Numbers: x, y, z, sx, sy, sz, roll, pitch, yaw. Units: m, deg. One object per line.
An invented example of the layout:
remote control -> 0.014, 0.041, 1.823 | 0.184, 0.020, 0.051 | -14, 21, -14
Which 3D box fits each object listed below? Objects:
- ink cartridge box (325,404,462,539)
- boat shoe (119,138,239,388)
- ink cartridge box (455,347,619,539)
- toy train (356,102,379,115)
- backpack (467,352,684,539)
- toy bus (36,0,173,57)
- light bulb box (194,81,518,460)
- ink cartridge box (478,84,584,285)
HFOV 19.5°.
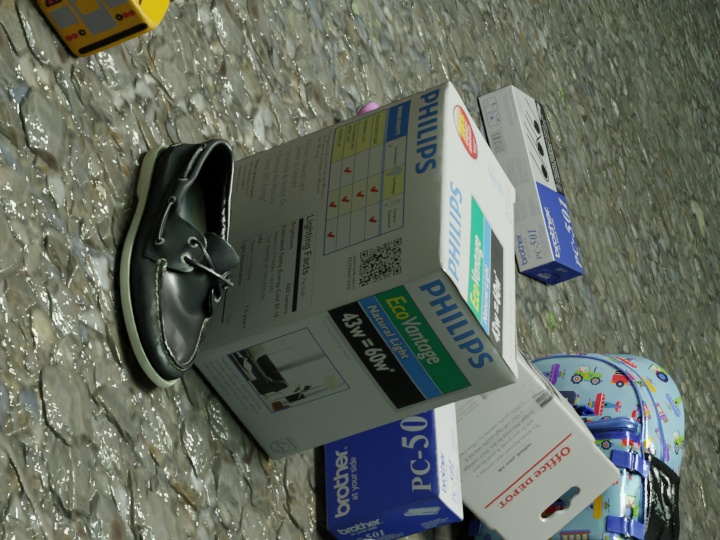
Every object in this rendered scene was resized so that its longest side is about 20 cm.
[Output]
ink cartridge box -> 0.022, 0.104, 1.587 | 0.044, 0.093, 0.201 | 47, 31, -47
boat shoe -> -0.112, -0.012, 1.405 | 0.075, 0.066, 0.200 | 55, 26, -37
ink cartridge box -> 0.106, 0.126, 1.707 | 0.200, 0.116, 0.067 | 47, 6, -26
toy train -> 0.043, -0.062, 1.818 | 0.200, 0.055, 0.151 | 43, 13, -49
backpack -> 0.188, 0.158, 1.815 | 0.134, 0.181, 0.202 | 36, 58, -56
toy bus -> -0.167, -0.232, 1.456 | 0.078, 0.065, 0.201 | 54, 27, -35
light bulb box -> 0.000, 0.000, 1.492 | 0.125, 0.199, 0.199 | 54, 27, -38
ink cartridge box -> 0.183, -0.091, 2.252 | 0.094, 0.044, 0.201 | 21, 54, -62
